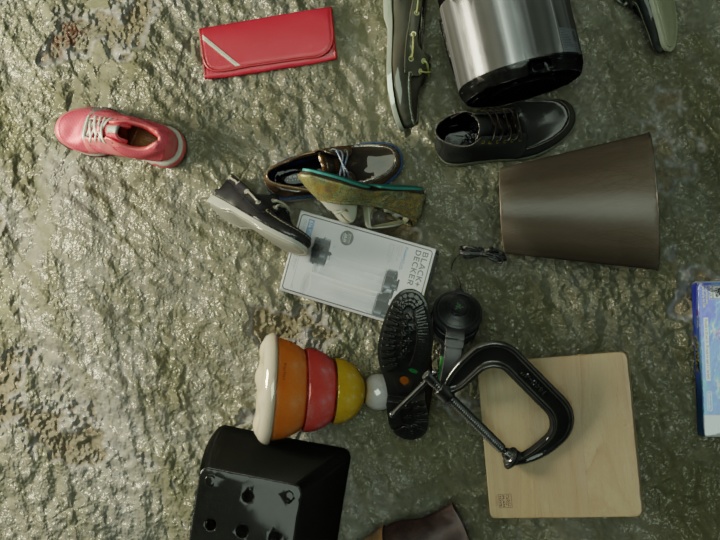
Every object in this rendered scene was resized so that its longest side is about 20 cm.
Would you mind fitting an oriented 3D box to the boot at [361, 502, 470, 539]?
[{"bbox_3d":[0.086,0.428,1.349,0.164,0.072,0.203,-22,80,8],"label":"boot"}]

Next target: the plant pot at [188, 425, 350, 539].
[{"bbox_3d":[-0.135,0.326,1.335,0.196,0.177,0.204,9,87,9],"label":"plant pot"}]

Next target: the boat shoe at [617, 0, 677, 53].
[{"bbox_3d":[0.377,-0.388,1.380,0.067,0.071,0.204,-19,90,42],"label":"boat shoe"}]

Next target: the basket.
[{"bbox_3d":[0.283,-0.083,1.331,0.196,0.136,0.184,-4,73,11],"label":"basket"}]

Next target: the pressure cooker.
[{"bbox_3d":[0.194,-0.333,1.336,0.175,0.176,0.204,-13,88,3],"label":"pressure cooker"}]

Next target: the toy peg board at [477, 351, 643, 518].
[{"bbox_3d":[0.269,0.215,1.342,0.195,0.097,0.205,-7,84,23],"label":"toy peg board"}]

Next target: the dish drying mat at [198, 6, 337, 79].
[{"bbox_3d":[-0.133,-0.326,1.459,0.196,0.018,0.079,-8,84,7],"label":"dish drying mat"}]

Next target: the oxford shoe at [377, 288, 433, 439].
[{"bbox_3d":[0.063,0.112,1.338,0.071,0.085,0.204,5,113,10],"label":"oxford shoe"}]

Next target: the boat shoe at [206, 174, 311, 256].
[{"bbox_3d":[-0.131,-0.078,1.388,0.198,0.074,0.061,26,77,43],"label":"boat shoe"}]

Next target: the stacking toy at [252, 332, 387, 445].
[{"bbox_3d":[-0.044,0.166,1.374,0.196,0.146,0.150,5,87,-9],"label":"stacking toy"}]

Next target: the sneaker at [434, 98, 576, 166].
[{"bbox_3d":[0.195,-0.188,1.360,0.196,0.106,0.076,-16,84,6],"label":"sneaker"}]

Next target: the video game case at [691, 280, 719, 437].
[{"bbox_3d":[0.530,0.113,1.325,0.177,0.045,0.205,-2,86,7],"label":"video game case"}]

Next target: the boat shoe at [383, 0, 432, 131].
[{"bbox_3d":[0.068,-0.295,1.403,0.059,0.072,0.206,-4,82,12],"label":"boat shoe"}]

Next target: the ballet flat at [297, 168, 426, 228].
[{"bbox_3d":[0.003,-0.091,1.360,0.197,0.070,0.072,6,86,-34],"label":"ballet flat"}]

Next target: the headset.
[{"bbox_3d":[0.139,0.066,1.346,0.092,0.124,0.204,7,80,2],"label":"headset"}]

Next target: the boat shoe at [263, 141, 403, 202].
[{"bbox_3d":[-0.038,-0.135,1.405,0.196,0.072,0.074,-14,84,7],"label":"boat shoe"}]

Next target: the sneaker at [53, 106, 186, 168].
[{"bbox_3d":[-0.349,-0.200,1.446,0.196,0.087,0.075,10,86,8],"label":"sneaker"}]

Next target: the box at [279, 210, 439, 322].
[{"bbox_3d":[0.000,0.000,1.397,0.196,0.060,0.119,17,89,8],"label":"box"}]

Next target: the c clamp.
[{"bbox_3d":[0.163,0.178,1.287,0.199,0.027,0.172,38,105,-8],"label":"c clamp"}]
